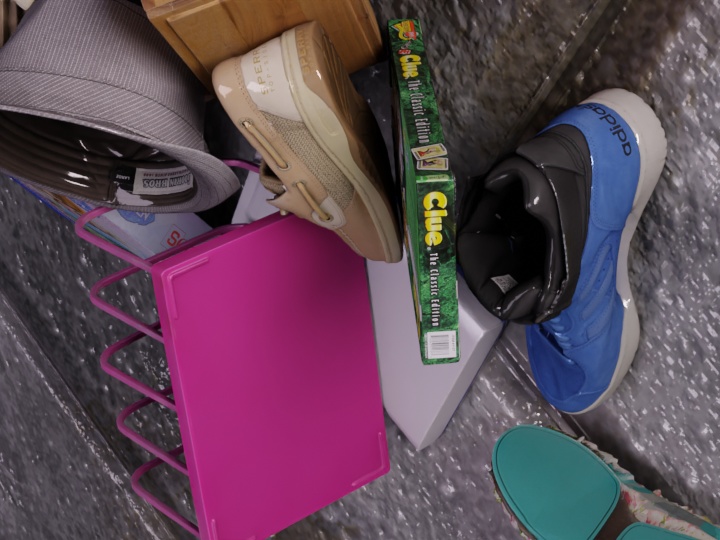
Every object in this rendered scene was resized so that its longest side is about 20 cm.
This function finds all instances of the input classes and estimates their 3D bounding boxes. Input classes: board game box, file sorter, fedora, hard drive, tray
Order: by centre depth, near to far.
[{"bbox_3d":[-0.047,-0.133,0.956,0.200,0.098,0.037,47,-156,-80],"label":"tray"},{"bbox_3d":[0.032,-0.047,0.965,0.200,0.023,0.105,-96,5,-59],"label":"board game box"},{"bbox_3d":[-0.147,-0.099,1.019,0.176,0.091,0.200,9,168,15],"label":"fedora"},{"bbox_3d":[-0.083,0.048,1.138,0.125,0.139,0.201,25,130,47],"label":"file sorter"},{"bbox_3d":[0.000,0.000,1.138,0.200,0.025,0.132,49,143,20],"label":"hard drive"},{"bbox_3d":[-0.199,-0.067,1.242,0.199,0.041,0.200,26,170,42],"label":"board game box"}]

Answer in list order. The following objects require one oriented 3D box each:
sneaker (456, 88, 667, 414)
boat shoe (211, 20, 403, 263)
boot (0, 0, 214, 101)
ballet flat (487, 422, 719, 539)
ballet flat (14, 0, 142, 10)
[{"bbox_3d":[0.093,0.009,0.948,0.077,0.111,0.200,38,138,31],"label":"sneaker"},{"bbox_3d":[-0.024,-0.063,0.996,0.200,0.064,0.071,61,-164,-55],"label":"boat shoe"},{"bbox_3d":[-0.203,-0.137,1.177,0.166,0.200,0.073,7,86,53],"label":"boot"},{"bbox_3d":[0.150,0.153,1.013,0.200,0.076,0.064,33,169,43],"label":"ballet flat"},{"bbox_3d":[-0.114,-0.158,1.070,0.057,0.199,0.067,160,124,-73],"label":"ballet flat"}]
